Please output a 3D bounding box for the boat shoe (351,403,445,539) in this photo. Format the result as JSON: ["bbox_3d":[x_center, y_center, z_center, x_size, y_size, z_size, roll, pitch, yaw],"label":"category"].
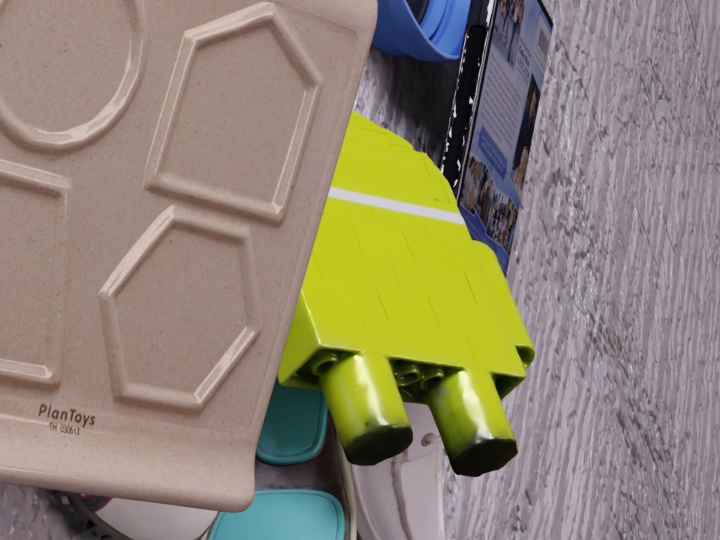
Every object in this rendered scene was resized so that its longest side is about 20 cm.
[{"bbox_3d":[0.025,0.059,1.073,0.071,0.069,0.200,-43,126,-64],"label":"boat shoe"}]

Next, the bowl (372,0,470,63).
[{"bbox_3d":[0.024,-0.211,1.170,0.201,0.039,0.201,-5,90,-68],"label":"bowl"}]

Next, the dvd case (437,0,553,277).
[{"bbox_3d":[0.072,-0.071,1.215,0.143,0.018,0.200,42,58,-69],"label":"dvd case"}]

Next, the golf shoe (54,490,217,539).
[{"bbox_3d":[-0.081,0.031,0.803,0.077,0.088,0.200,-71,149,-48],"label":"golf shoe"}]

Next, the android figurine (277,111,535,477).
[{"bbox_3d":[0.000,0.000,0.960,0.182,0.041,0.200,9,46,-40],"label":"android figurine"}]

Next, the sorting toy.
[{"bbox_3d":[-0.083,-0.029,0.704,0.185,0.036,0.200,15,87,-47],"label":"sorting toy"}]

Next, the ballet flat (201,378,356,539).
[{"bbox_3d":[-0.030,0.102,0.947,0.069,0.069,0.200,57,35,-49],"label":"ballet flat"}]
